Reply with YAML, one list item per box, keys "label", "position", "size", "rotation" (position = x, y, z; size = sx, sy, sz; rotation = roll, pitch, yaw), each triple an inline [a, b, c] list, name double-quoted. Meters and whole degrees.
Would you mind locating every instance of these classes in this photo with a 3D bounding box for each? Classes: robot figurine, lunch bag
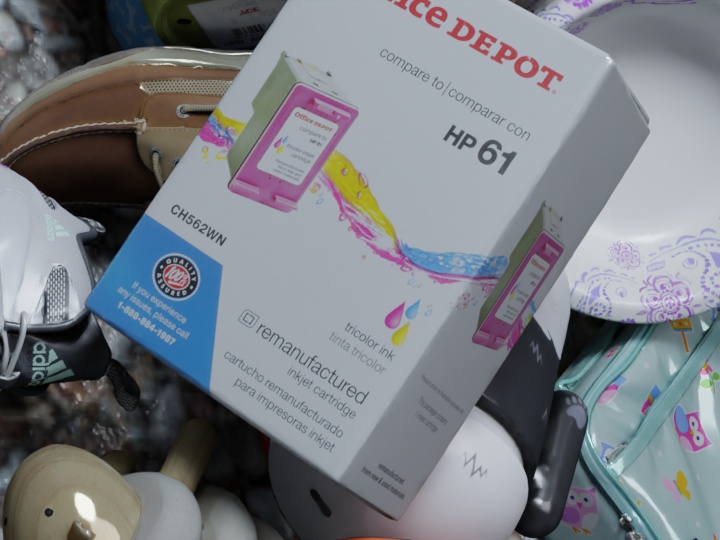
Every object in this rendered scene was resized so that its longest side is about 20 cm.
- label: "robot figurine"
  position: [0.028, 0.047, 0.948]
  size: [0.125, 0.149, 0.201]
  rotation: [82, 19, -51]
- label: "lunch bag"
  position: [0.176, 0.105, 1.169]
  size: [0.161, 0.077, 0.200]
  rotation: [55, 41, -10]

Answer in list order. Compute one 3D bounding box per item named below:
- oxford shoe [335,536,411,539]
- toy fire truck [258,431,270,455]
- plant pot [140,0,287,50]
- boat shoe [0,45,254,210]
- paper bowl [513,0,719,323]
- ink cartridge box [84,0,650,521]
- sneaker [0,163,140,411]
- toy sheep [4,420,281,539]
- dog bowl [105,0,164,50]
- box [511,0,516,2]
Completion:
- label: "oxford shoe"
  position: [0.036, 0.176, 0.889]
  size: [0.200, 0.071, 0.073]
  rotation: [55, 40, -49]
- label: "toy fire truck"
  position: [0.000, 0.000, 1.069]
  size: [0.140, 0.049, 0.202]
  rotation: [10, 62, -40]
- label: "plant pot"
  position: [-0.055, -0.207, 0.969]
  size: [0.186, 0.186, 0.202]
  rotation: [13, 63, -40]
- label: "boat shoe"
  position: [-0.071, -0.057, 0.938]
  size: [0.076, 0.198, 0.072]
  rotation: [80, -1, -52]
- label: "paper bowl"
  position: [0.155, -0.081, 1.143]
  size: [0.201, 0.200, 0.105]
  rotation: [45, 12, -18]
- label: "ink cartridge box"
  position: [0.005, -0.024, 0.844]
  size: [0.201, 0.144, 0.085]
  rotation: [-56, 154, -5]
- label: "sneaker"
  position: [-0.158, 0.036, 0.846]
  size: [0.139, 0.078, 0.201]
  rotation: [26, 51, -11]
- label: "toy sheep"
  position: [-0.077, 0.152, 0.846]
  size: [0.200, 0.137, 0.138]
  rotation: [52, 42, -21]
- label: "dog bowl"
  position: [-0.046, -0.111, 1.043]
  size: [0.200, 0.050, 0.112]
  rotation: [40, 47, 0]
- label: "box"
  position: [0.126, -0.164, 1.183]
  size: [0.163, 0.200, 0.021]
  rotation: [37, 6, -36]
